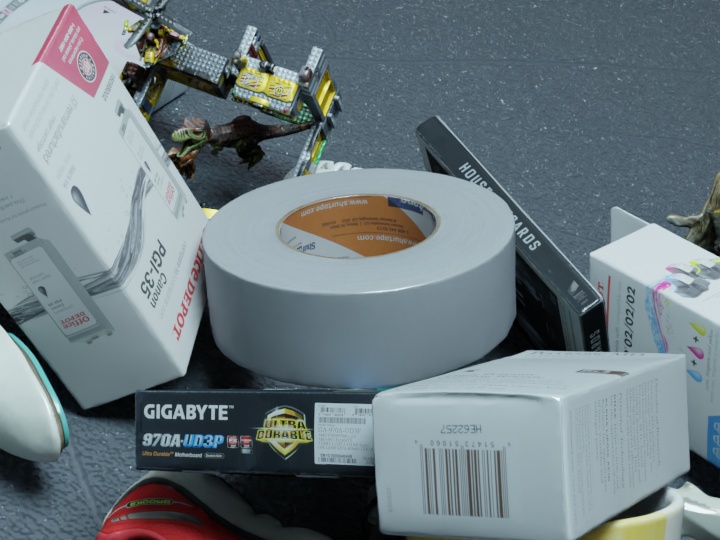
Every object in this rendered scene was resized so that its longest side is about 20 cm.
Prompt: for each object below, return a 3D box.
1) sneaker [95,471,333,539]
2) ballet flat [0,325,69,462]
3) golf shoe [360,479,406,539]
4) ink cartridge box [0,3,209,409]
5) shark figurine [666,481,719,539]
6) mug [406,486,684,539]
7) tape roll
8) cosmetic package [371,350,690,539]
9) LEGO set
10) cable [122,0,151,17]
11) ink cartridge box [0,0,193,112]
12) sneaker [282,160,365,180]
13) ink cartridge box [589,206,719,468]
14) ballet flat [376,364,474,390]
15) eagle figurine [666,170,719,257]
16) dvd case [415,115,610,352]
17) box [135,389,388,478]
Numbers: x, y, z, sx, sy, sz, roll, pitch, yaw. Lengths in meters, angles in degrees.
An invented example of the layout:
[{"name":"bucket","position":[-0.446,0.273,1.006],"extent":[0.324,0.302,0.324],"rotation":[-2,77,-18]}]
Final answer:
[{"name":"sneaker","position":[-0.061,0.185,0.852],"extent":[0.199,0.077,0.085],"rotation":[24,42,22]},{"name":"ballet flat","position":[-0.241,0.054,0.929],"extent":[0.069,0.070,0.200],"rotation":[-9,39,-32]},{"name":"golf shoe","position":[0.099,0.160,0.944],"extent":[0.198,0.073,0.092],"rotation":[8,38,-16]},{"name":"ink cartridge box","position":[-0.175,-0.038,0.954],"extent":[0.082,0.201,0.147],"rotation":[-18,33,20]},{"name":"shark figurine","position":[0.238,0.184,0.981],"extent":[0.213,0.090,0.128],"rotation":[19,3,-15]},{"name":"mug","position":[0.083,0.196,0.810],"extent":[0.186,0.154,0.149],"rotation":[-3,4,-39]},{"name":"tape roll","position":[0.000,0.000,0.984],"extent":[0.199,0.067,0.201],"rotation":[-2,25,1]},{"name":"cosmetic package","position":[0.094,0.084,0.788],"extent":[0.101,0.075,0.200],"rotation":[-1,4,27]},{"name":"LEGO set","position":[-0.107,-0.110,1.086],"extent":[0.199,0.116,0.154],"rotation":[28,80,14]},{"name":"cable","position":[-0.237,-0.282,1.263],"extent":[0.050,0.200,0.097],"rotation":[-44,52,-13]},{"name":"ink cartridge box","position":[-0.246,-0.158,1.196],"extent":[0.162,0.057,0.200],"rotation":[30,34,12]},{"name":"sneaker","position":[0.011,-0.009,1.115],"extent":[0.200,0.075,0.081],"rotation":[36,50,21]},{"name":"ink cartridge box","position":[0.221,0.047,1.073],"extent":[0.068,0.116,0.200],"rotation":[-23,35,-28]},{"name":"ballet flat","position":[0.103,0.104,1.000],"extent":[0.199,0.072,0.072],"rotation":[2,27,32]},{"name":"eagle figurine","position":[0.309,0.019,1.132],"extent":[0.151,0.151,0.200],"rotation":[24,23,-44]},{"name":"dvd case","position":[0.111,-0.001,1.091],"extent":[0.025,0.151,0.200],"rotation":[-33,55,-9]},{"name":"box","position":[-0.006,0.091,0.872],"extent":[0.158,0.046,0.200],"rotation":[-2,-6,29]}]
